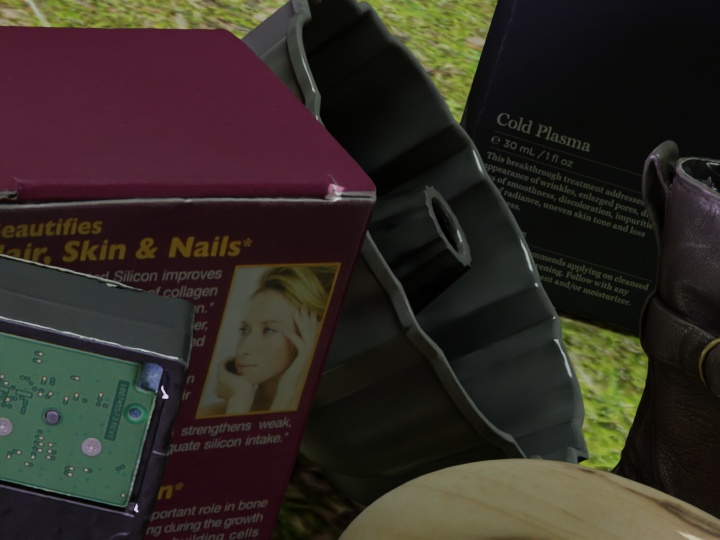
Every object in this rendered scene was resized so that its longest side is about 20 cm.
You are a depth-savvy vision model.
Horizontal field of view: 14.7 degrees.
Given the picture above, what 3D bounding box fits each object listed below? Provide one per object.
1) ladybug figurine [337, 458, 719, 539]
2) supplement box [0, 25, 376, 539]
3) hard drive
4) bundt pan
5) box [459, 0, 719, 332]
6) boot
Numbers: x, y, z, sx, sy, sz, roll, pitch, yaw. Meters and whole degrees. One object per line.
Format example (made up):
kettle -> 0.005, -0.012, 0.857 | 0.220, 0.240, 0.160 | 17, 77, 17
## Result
ladybug figurine -> 0.076, 0.134, 0.829 | 0.200, 0.136, 0.072 | 29, 3, 29
supplement box -> -0.095, 0.038, 0.819 | 0.131, 0.200, 0.103 | -1, 32, -33
hard drive -> -0.131, 0.083, 0.712 | 0.139, 0.200, 0.038 | 12, 27, -6
bundt pan -> 0.000, 0.000, 0.995 | 0.202, 0.076, 0.202 | 54, 19, -28
box -> 0.150, -0.071, 1.183 | 0.200, 0.182, 0.104 | 17, 27, -2
boot -> 0.154, 0.067, 0.851 | 0.200, 0.174, 0.069 | 25, 27, 15
